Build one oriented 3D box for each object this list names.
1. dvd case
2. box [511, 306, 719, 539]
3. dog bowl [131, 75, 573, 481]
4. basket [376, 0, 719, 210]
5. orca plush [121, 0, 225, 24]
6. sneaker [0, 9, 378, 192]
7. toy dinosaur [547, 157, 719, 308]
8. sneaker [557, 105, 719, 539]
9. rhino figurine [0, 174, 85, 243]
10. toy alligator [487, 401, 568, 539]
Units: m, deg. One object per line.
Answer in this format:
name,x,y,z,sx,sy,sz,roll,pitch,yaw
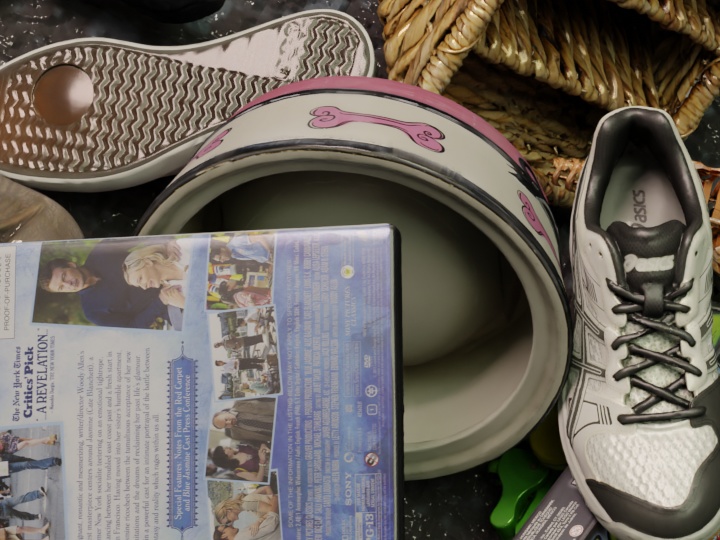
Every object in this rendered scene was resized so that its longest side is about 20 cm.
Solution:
dvd case,-0.080,0.056,0.926,0.199,0.018,0.143,-3,80,10
box,0.130,0.124,1.025,0.200,0.035,0.110,-50,129,-24
dog bowl,0.000,0.000,0.998,0.199,0.200,0.074,23,44,-7
basket,0.111,-0.129,1.072,0.200,0.142,0.150,19,55,-50
orca plush,-0.135,-0.180,1.077,0.071,0.105,0.200,-28,66,-7
sneaker,-0.088,-0.070,1.072,0.199,0.085,0.073,-7,77,2
toy dinosaur,0.191,-0.013,1.090,0.200,0.136,0.102,41,62,4
sneaker,0.119,0.021,0.971,0.075,0.088,0.201,-6,61,3
rhino figurine,-0.210,-0.033,1.012,0.200,0.060,0.088,35,55,2
toy alligator,0.089,0.090,1.062,0.054,0.059,0.200,31,74,37
